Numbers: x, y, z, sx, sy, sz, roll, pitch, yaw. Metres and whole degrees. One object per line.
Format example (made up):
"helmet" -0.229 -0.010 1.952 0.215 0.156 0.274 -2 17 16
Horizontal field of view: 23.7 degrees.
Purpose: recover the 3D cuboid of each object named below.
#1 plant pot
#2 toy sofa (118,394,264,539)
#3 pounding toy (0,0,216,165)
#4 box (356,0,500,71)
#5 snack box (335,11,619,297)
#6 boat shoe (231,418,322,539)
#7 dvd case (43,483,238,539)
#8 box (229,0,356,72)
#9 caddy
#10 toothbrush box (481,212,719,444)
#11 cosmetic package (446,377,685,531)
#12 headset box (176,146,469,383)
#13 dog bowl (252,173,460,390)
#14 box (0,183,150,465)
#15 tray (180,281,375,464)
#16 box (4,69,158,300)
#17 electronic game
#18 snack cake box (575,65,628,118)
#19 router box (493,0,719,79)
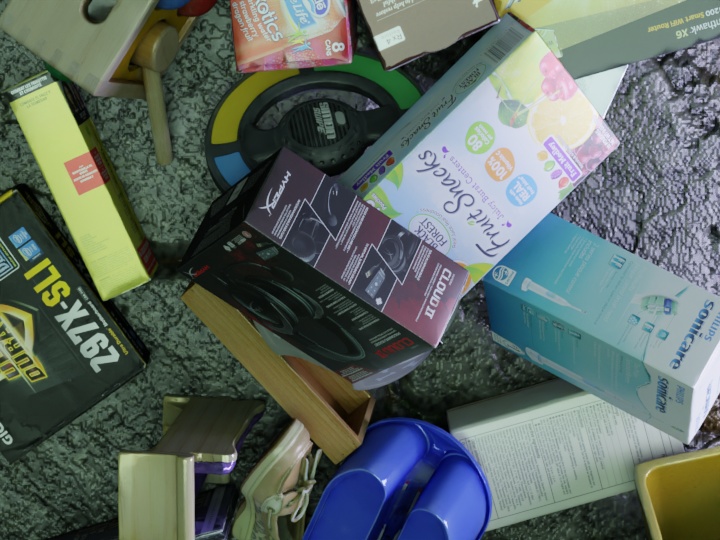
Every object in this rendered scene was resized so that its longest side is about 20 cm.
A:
"plant pot" 0.356 0.282 1.511 0.192 0.197 0.201 -12 143 1
"toy sofa" -0.143 0.172 1.488 0.097 0.200 0.084 3 101 4
"pounding toy" -0.188 -0.207 1.434 0.142 0.184 0.201 35 99 5
"box" 0.051 -0.219 1.411 0.099 0.200 0.075 -23 100 4
"snack box" 0.095 -0.085 1.380 0.200 0.053 0.142 -44 125 1
"boat shoe" -0.065 0.195 1.509 0.062 0.200 0.073 36 61 10
"dvd case" -0.209 0.241 1.526 0.198 0.149 0.016 -16 97 3
"box" -0.053 -0.223 1.409 0.095 0.200 0.101 -4 101 2
"caddy" 0.034 0.224 1.531 0.141 0.105 0.201 31 127 10
"toothbrush box" 0.211 0.047 1.451 0.199 0.147 0.086 28 73 20
"cosmetic package" 0.186 0.154 1.552 0.198 0.073 0.104 -15 101 2
"headset box" -0.023 0.006 1.348 0.199 0.149 0.078 35 63 -15
"dog bowl" 0.000 0.000 1.479 0.198 0.059 0.202 5 77 -22
"box" -0.308 0.048 1.539 0.159 0.049 0.201 -34 100 4
"tray" -0.071 0.071 1.518 0.037 0.099 0.200 -38 100 18
"box" -0.242 -0.078 1.501 0.050 0.075 0.201 -22 100 4
"electronic game" -0.033 -0.114 1.451 0.198 0.201 0.042 -6 140 1
"snack cake box" 0.183 -0.214 1.482 0.114 0.067 0.201 25 100 -4
"router box" 0.202 -0.248 1.415 0.198 0.052 0.159 -16 101 3
